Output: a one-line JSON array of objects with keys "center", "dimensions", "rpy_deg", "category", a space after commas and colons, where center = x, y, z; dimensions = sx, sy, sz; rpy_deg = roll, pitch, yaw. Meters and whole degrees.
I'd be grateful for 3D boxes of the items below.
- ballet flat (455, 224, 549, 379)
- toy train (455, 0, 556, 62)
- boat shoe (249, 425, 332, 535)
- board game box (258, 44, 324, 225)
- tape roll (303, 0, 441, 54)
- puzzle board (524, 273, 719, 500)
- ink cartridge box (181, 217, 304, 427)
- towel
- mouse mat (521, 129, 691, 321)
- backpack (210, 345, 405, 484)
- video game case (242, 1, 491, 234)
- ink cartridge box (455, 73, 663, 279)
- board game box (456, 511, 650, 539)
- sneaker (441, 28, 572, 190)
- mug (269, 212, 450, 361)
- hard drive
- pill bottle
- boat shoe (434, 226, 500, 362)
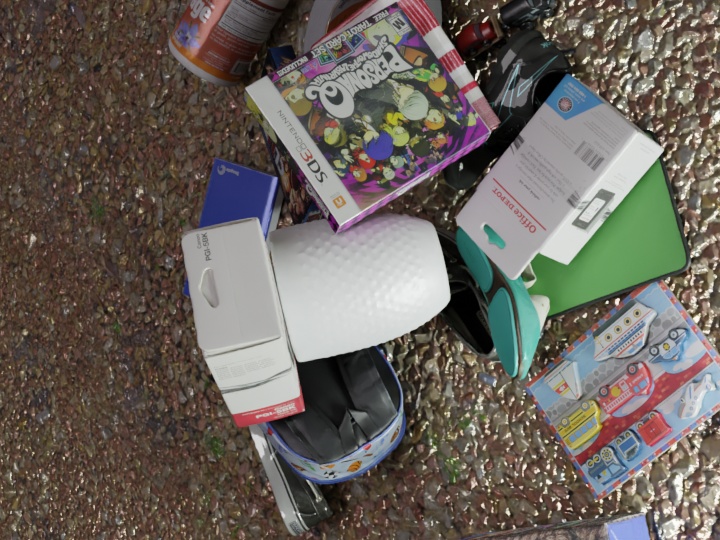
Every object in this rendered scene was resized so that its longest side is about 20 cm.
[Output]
[{"center": [0.166, 0.024, 1.197], "dimensions": [0.067, 0.070, 0.200], "rpy_deg": [109, 149, -52], "category": "ballet flat"}, {"center": [0.136, -0.266, 1.280], "dimensions": [0.200, 0.046, 0.034], "rpy_deg": [-29, 69, 34], "category": "toy train"}, {"center": [-0.090, 0.238, 1.405], "dimensions": [0.064, 0.071, 0.200], "rpy_deg": [-26, 57, 1], "category": "boat shoe"}, {"center": [-0.084, -0.166, 1.414], "dimensions": [0.136, 0.035, 0.200], "rpy_deg": [118, 135, -61], "category": "board game box"}, {"center": [0.011, -0.284, 1.338], "dimensions": [0.200, 0.066, 0.201], "rpy_deg": [-15, 72, 52], "category": "tape roll"}, {"center": [0.278, 0.123, 1.152], "dimensions": [0.200, 0.017, 0.151], "rpy_deg": [-46, 61, 26], "category": "puzzle board"}, {"center": [-0.120, 0.059, 1.165], "dimensions": [0.083, 0.200, 0.147], "rpy_deg": [-13, 63, -3], "category": "ink cartridge box"}, {"center": [0.046, -0.207, 1.233], "dimensions": [0.144, 0.023, 0.200], "rpy_deg": [-33, 85, 20], "category": "towel"}, {"center": [0.249, -0.045, 1.190], "dimensions": [0.200, 0.008, 0.161], "rpy_deg": [-24, 69, 38], "category": "mouse mat"}, {"center": [-0.042, 0.153, 1.298], "dimensions": [0.200, 0.154, 0.191], "rpy_deg": [-32, 55, -8], "category": "backpack"}, {"center": [0.007, -0.164, 1.168], "dimensions": [0.181, 0.200, 0.036], "rpy_deg": [56, 165, 8], "category": "video game case"}, {"center": [0.208, -0.091, 1.176], "dimensions": [0.200, 0.067, 0.116], "rpy_deg": [-52, 53, 17], "category": "ink cartridge box"}, {"center": [0.202, 0.346, 1.142], "dimensions": [0.200, 0.097, 0.160], "rpy_deg": [-19, 75, 36], "category": "board game box"}, {"center": [0.161, -0.170, 1.234], "dimensions": [0.079, 0.075, 0.200], "rpy_deg": [41, 112, 31], "category": "sneaker"}, {"center": [0.000, 0.000, 1.221], "dimensions": [0.175, 0.200, 0.148], "rpy_deg": [-12, 113, 0], "category": "mug"}, {"center": [-0.176, -0.045, 1.527], "dimensions": [0.132, 0.025, 0.200], "rpy_deg": [20, 99, 39], "category": "hard drive"}, {"center": [-0.167, -0.359, 1.491], "dimensions": [0.112, 0.112, 0.200], "rpy_deg": [50, 116, 30], "category": "pill bottle"}, {"center": [0.111, 0.021, 1.264], "dimensions": [0.071, 0.064, 0.200], "rpy_deg": [-52, 57, 23], "category": "boat shoe"}]
